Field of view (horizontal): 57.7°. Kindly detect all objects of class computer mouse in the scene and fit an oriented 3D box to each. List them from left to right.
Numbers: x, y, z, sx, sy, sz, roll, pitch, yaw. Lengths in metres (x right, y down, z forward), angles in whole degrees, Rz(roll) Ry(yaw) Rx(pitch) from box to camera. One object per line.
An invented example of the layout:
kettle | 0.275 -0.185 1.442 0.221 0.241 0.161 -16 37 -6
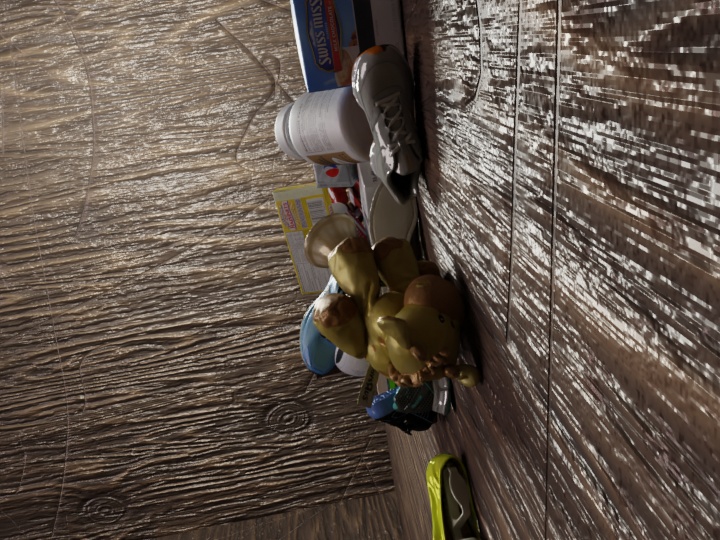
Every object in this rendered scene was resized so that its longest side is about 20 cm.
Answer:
computer mouse | 0.022 0.077 0.869 0.044 0.108 0.202 -99 25 -55

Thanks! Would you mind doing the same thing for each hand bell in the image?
hand bell | 0.000 0.000 1.043 0.200 0.103 0.105 45 152 44

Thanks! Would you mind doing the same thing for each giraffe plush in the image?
giraffe plush | 0.049 0.060 0.715 0.162 0.170 0.204 175 96 -66

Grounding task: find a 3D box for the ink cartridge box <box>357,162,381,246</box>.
ink cartridge box | 0.035 -0.123 1.062 0.117 0.066 0.202 -101 3 -49

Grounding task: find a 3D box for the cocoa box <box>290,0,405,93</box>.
cocoa box | -0.024 -0.328 0.865 0.201 0.129 0.135 -104 5 -63

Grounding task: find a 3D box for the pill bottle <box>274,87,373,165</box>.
pill bottle | -0.041 -0.214 0.965 0.199 0.113 0.116 8 111 53

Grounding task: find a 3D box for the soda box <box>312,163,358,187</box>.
soda box | -0.020 -0.211 1.152 0.201 0.067 0.064 -59 -35 -57

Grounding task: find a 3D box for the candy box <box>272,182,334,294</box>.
candy box | -0.084 -0.055 1.175 0.026 0.101 0.203 -49 -50 -57

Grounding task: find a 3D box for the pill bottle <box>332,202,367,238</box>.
pill bottle | -0.040 -0.054 1.244 0.200 0.112 0.112 48 -176 -11

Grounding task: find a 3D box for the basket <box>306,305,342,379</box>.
basket | 0.001 0.123 1.294 0.181 0.197 0.138 -109 10 -71

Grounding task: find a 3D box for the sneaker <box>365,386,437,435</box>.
sneaker | 0.073 0.216 1.005 0.199 0.069 0.079 1 -114 -63

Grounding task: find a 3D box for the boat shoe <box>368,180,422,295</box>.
boat shoe | 0.054 -0.034 0.935 0.059 0.071 0.203 35 -130 -70

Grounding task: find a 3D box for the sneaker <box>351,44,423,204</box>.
sneaker | 0.044 -0.166 0.774 0.201 0.075 0.093 72 177 -48

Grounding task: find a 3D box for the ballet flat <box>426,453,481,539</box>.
ballet flat | 0.127 0.335 0.843 0.067 0.066 0.203 123 144 -55

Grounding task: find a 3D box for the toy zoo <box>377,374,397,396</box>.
toy zoo | 0.067 0.167 1.153 0.200 0.020 0.133 34 -135 -63

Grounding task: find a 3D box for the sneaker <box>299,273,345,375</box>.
sneaker | -0.033 0.058 0.948 0.090 0.077 0.203 -136 67 -80

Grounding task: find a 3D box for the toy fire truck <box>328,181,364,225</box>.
toy fire truck | 0.015 -0.116 1.299 0.169 0.111 0.201 57 166 31

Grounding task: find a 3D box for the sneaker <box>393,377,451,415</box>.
sneaker | 0.068 0.116 0.940 0.078 0.090 0.202 84 176 -49
